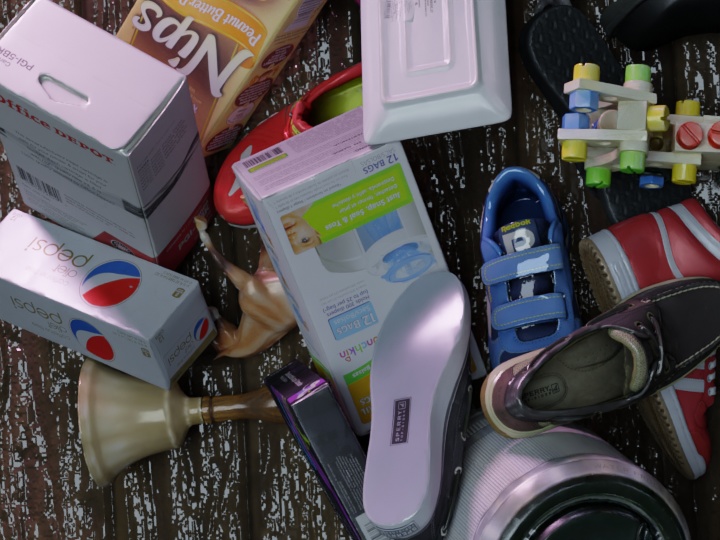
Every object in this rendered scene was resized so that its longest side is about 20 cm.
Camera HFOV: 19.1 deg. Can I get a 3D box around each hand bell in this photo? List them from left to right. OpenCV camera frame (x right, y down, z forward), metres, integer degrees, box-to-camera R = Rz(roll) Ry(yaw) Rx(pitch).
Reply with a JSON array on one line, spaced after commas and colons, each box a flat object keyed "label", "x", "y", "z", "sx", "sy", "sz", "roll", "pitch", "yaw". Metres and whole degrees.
[{"label": "hand bell", "x": -0.112, "y": 0.110, "z": 1.678, "sx": 0.199, "sy": 0.104, "sz": 0.105, "roll": -6, "pitch": 89, "yaw": 8}]

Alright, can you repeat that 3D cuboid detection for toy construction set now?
[{"label": "toy construction set", "x": 0.233, "y": -0.088, "z": 1.482, "sx": 0.199, "sy": 0.131, "sz": 0.093, "roll": 18, "pitch": 80, "yaw": 4}]

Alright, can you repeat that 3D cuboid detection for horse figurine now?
[{"label": "horse figurine", "x": -0.038, "y": -0.003, "z": 1.644, "sx": 0.199, "sy": 0.050, "sz": 0.133, "roll": -14, "pitch": 113, "yaw": 6}]

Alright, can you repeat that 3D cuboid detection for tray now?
[{"label": "tray", "x": 0.048, "y": -0.187, "z": 1.509, "sx": 0.107, "sy": 0.022, "sz": 0.201, "roll": -10, "pitch": 61, "yaw": 15}]

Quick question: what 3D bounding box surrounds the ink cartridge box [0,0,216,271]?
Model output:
[{"label": "ink cartridge box", "x": -0.198, "y": -0.098, "z": 1.630, "sx": 0.146, "sy": 0.200, "sz": 0.083, "roll": 30, "pitch": 67, "yaw": 17}]

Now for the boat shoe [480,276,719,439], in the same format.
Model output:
[{"label": "boat shoe", "x": 0.180, "y": 0.062, "z": 1.456, "sx": 0.199, "sy": 0.065, "sz": 0.074, "roll": -27, "pitch": 95, "yaw": -16}]

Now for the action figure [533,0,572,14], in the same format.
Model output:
[{"label": "action figure", "x": 0.095, "y": -0.223, "z": 1.583, "sx": 0.118, "sy": 0.102, "sz": 0.200, "roll": 23, "pitch": 70, "yaw": 29}]

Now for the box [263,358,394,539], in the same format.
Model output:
[{"label": "box", "x": -0.016, "y": 0.142, "z": 1.560, "sx": 0.036, "sy": 0.200, "sz": 0.144, "roll": -29, "pitch": 96, "yaw": -5}]

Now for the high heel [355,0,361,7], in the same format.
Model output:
[{"label": "high heel", "x": -0.035, "y": -0.246, "z": 1.639, "sx": 0.096, "sy": 0.067, "sz": 0.201, "roll": -28, "pitch": 76, "yaw": 8}]

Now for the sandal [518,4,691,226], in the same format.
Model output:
[{"label": "sandal", "x": 0.180, "y": -0.103, "z": 1.569, "sx": 0.075, "sy": 0.048, "sz": 0.201, "roll": -31, "pitch": 98, "yaw": -19}]

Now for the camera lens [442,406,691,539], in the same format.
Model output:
[{"label": "camera lens", "x": 0.129, "y": 0.187, "z": 1.496, "sx": 0.159, "sy": 0.200, "sz": 0.161, "roll": -3, "pitch": 103, "yaw": -15}]

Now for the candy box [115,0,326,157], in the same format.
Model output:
[{"label": "candy box", "x": -0.107, "y": -0.196, "z": 1.644, "sx": 0.115, "sy": 0.055, "sz": 0.200, "roll": 47, "pitch": 125, "yaw": 14}]

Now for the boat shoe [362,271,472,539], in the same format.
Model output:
[{"label": "boat shoe", "x": 0.049, "y": 0.100, "z": 1.477, "sx": 0.070, "sy": 0.066, "sz": 0.201, "roll": -10, "pitch": 55, "yaw": 26}]

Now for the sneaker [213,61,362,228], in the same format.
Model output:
[{"label": "sneaker", "x": -0.042, "y": -0.106, "z": 1.639, "sx": 0.200, "sy": 0.085, "sz": 0.077, "roll": -37, "pitch": 78, "yaw": 16}]

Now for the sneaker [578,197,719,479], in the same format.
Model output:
[{"label": "sneaker", "x": 0.243, "y": 0.046, "z": 1.545, "sx": 0.112, "sy": 0.071, "sz": 0.201, "roll": -25, "pitch": 107, "yaw": -10}]

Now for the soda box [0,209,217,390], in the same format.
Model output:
[{"label": "soda box", "x": -0.213, "y": 0.022, "z": 1.680, "sx": 0.199, "sy": 0.064, "sz": 0.068, "roll": 20, "pitch": 55, "yaw": 31}]

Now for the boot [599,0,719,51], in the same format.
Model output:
[{"label": "boot", "x": 0.289, "y": -0.164, "z": 1.521, "sx": 0.210, "sy": 0.079, "sz": 0.159, "roll": -24, "pitch": 83, "yaw": 18}]

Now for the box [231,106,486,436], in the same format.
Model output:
[{"label": "box", "x": 0.000, "y": 0.000, "z": 1.559, "sx": 0.112, "sy": 0.101, "sz": 0.201, "roll": -24, "pitch": 112, "yaw": -8}]

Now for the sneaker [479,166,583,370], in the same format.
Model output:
[{"label": "sneaker", "x": 0.120, "y": 0.013, "z": 1.538, "sx": 0.073, "sy": 0.082, "sz": 0.201, "roll": -12, "pitch": 53, "yaw": 7}]
